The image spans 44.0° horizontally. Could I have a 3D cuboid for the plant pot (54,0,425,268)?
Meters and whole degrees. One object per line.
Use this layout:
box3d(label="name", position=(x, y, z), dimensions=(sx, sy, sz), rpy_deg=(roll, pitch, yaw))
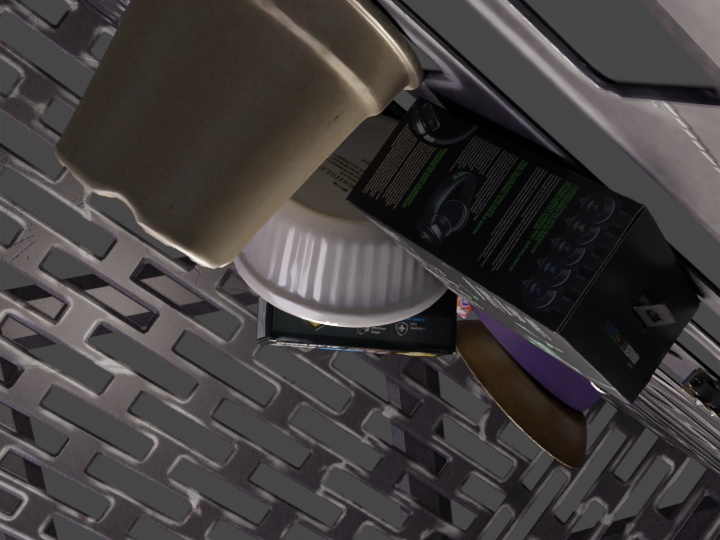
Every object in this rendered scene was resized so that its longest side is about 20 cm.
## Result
box3d(label="plant pot", position=(-0.091, -0.111, 0.579), dimensions=(0.200, 0.184, 0.200), rpy_deg=(36, 180, 0))

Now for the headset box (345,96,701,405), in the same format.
box3d(label="headset box", position=(0.120, -0.009, 0.613), dimensions=(0.200, 0.093, 0.174), rpy_deg=(35, 179, 38))

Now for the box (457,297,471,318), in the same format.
box3d(label="box", position=(0.098, -0.031, 1.320), dimensions=(0.200, 0.100, 0.095), rpy_deg=(37, -179, 35))

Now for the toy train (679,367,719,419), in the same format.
box3d(label="toy train", position=(0.404, 0.156, 0.950), dimensions=(0.200, 0.034, 0.046), rpy_deg=(35, -167, -28))

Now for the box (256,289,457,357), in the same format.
box3d(label="box", position=(0.000, 0.000, 0.881), dimensions=(0.199, 0.160, 0.046), rpy_deg=(7, 169, -22))

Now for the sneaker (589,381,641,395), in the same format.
box3d(label="sneaker", position=(0.237, 0.071, 0.817), dimensions=(0.074, 0.088, 0.200), rpy_deg=(36, -179, 13))

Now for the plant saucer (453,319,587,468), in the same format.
box3d(label="plant saucer", position=(0.175, 0.117, 0.937), dimensions=(0.200, 0.035, 0.200), rpy_deg=(42, -166, -13))

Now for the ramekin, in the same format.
box3d(label="ramekin", position=(-0.008, -0.055, 0.755), dimensions=(0.202, 0.202, 0.095), rpy_deg=(36, 139, 27))

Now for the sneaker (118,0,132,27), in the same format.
box3d(label="sneaker", position=(-0.183, -0.259, 0.932), dimensions=(0.112, 0.078, 0.200), rpy_deg=(32, -167, -17))

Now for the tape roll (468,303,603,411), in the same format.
box3d(label="tape roll", position=(0.196, 0.055, 0.964), dimensions=(0.200, 0.066, 0.200), rpy_deg=(42, -165, -14))

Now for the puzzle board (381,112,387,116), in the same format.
box3d(label="puzzle board", position=(-0.004, -0.153, 0.883), dimensions=(0.200, 0.017, 0.151), rpy_deg=(37, 180, -41))
